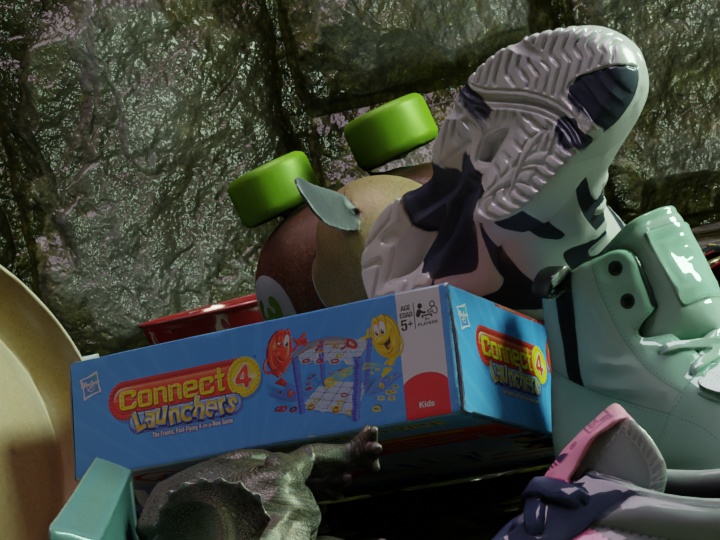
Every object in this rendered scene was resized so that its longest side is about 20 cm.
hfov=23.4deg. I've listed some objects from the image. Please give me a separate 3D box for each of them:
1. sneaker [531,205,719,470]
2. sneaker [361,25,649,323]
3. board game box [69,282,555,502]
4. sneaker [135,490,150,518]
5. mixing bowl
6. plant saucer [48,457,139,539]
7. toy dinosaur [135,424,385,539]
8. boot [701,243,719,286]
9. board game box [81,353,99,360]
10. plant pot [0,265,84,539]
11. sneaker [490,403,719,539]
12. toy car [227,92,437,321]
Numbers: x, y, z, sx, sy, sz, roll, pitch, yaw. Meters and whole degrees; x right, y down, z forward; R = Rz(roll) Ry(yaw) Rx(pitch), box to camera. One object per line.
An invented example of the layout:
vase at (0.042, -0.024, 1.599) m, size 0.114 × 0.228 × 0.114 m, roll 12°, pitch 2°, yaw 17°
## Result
sneaker at (0.149, 0.030, 0.699) m, size 0.200 × 0.119 × 0.073 m, roll -10°, pitch 2°, yaw 44°
sneaker at (0.100, -0.033, 0.799) m, size 0.129 × 0.080 × 0.200 m, roll 4°, pitch -41°, yaw -32°
board game box at (-0.002, 0.067, 0.830) m, size 0.199 × 0.056 × 0.196 m, roll -12°, pitch -16°, yaw 25°
sneaker at (-0.090, 0.103, 1.044) m, size 0.085 × 0.078 × 0.200 m, roll -19°, pitch -3°, yaw 31°
mixing bowl at (-0.060, 0.069, 1.310) m, size 0.198 × 0.109 × 0.200 m, roll -13°, pitch 1°, yaw 0°
plant saucer at (-0.097, 0.116, 0.658) m, size 0.019 × 0.071 × 0.200 m, roll -6°, pitch 1°, yaw -5°
toy dinosaur at (-0.050, 0.100, 0.710) m, size 0.101 × 0.078 × 0.200 m, roll 0°, pitch 1°, yaw -20°
boot at (0.233, 0.016, 1.325) m, size 0.199 × 0.074 × 0.150 m, roll -19°, pitch 4°, yaw -37°
board game box at (-0.225, 0.116, 1.103) m, size 0.104 × 0.104 × 0.200 m, roll -14°, pitch 1°, yaw -23°
plant pot at (-0.193, 0.074, 0.760) m, size 0.027 × 0.201 × 0.199 m, roll -30°, pitch -9°, yaw 36°
sneaker at (0.049, 0.079, 0.443) m, size 0.198 × 0.083 × 0.070 m, roll -14°, pitch 2°, yaw -1°
toy car at (0.000, 0.000, 0.986) m, size 0.157 × 0.165 × 0.200 m, roll -26°, pitch 1°, yaw 11°
